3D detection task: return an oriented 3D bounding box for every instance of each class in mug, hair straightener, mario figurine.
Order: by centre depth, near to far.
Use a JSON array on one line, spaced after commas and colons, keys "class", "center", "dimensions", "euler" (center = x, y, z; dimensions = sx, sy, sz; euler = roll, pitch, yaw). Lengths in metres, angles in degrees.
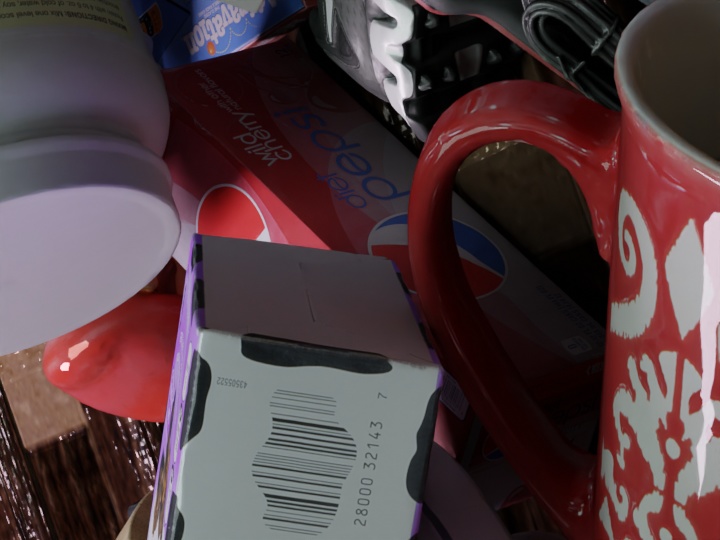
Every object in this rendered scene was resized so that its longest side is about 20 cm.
[{"class": "mug", "center": [0.112, 0.024, 0.791], "dimensions": [0.177, 0.133, 0.200], "euler": [30, 132, 35]}, {"class": "hair straightener", "center": [0.048, -0.076, 0.831], "dimensions": [0.200, 0.041, 0.077], "euler": [42, 180, -6]}, {"class": "mario figurine", "center": [-0.105, -0.032, 1.101], "dimensions": [0.200, 0.106, 0.123], "euler": [58, -178, 7]}]

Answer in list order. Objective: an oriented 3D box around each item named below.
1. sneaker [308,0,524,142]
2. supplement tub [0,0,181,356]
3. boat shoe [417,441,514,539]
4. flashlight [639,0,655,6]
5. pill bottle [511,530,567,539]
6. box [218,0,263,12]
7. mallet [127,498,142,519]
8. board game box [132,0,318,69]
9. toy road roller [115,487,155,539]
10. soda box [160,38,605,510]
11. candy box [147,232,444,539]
[{"class": "sneaker", "center": [0.009, -0.144, 0.907], "dimensions": [0.090, 0.066, 0.200], "euler": [28, 128, 41]}, {"class": "supplement tub", "center": [-0.152, -0.082, 0.974], "dimensions": [0.145, 0.145, 0.200], "euler": [-51, 54, 50]}, {"class": "boat shoe", "center": [0.035, 0.127, 0.822], "dimensions": [0.074, 0.065, 0.200], "euler": [62, 179, -36]}, {"class": "flashlight", "center": [0.031, -0.153, 0.804], "dimensions": [0.200, 0.068, 0.068], "euler": [34, 178, 1]}, {"class": "pill bottle", "center": [0.084, 0.193, 0.912], "dimensions": [0.200, 0.111, 0.111], "euler": [51, 139, 27]}, {"class": "box", "center": [-0.071, -0.155, 0.968], "dimensions": [0.039, 0.041, 0.200], "euler": [-63, 31, 22]}, {"class": "mallet", "center": [-0.021, 0.110, 1.086], "dimensions": [0.200, 0.041, 0.066], "euler": [-13, 95, 50]}, {"class": "board game box", "center": [-0.083, -0.118, 1.081], "dimensions": [0.200, 0.019, 0.103], "euler": [-26, 82, 54]}, {"class": "toy road roller", "center": [-0.043, 0.189, 1.025], "dimensions": [0.200, 0.146, 0.123], "euler": [42, 138, 9]}, {"class": "soda box", "center": [0.000, 0.000, 0.977], "dimensions": [0.200, 0.070, 0.064], "euler": [44, 135, 34]}, {"class": "candy box", "center": [-0.031, 0.103, 0.832], "dimensions": [0.168, 0.071, 0.200], "euler": [-113, 31, -80]}]
